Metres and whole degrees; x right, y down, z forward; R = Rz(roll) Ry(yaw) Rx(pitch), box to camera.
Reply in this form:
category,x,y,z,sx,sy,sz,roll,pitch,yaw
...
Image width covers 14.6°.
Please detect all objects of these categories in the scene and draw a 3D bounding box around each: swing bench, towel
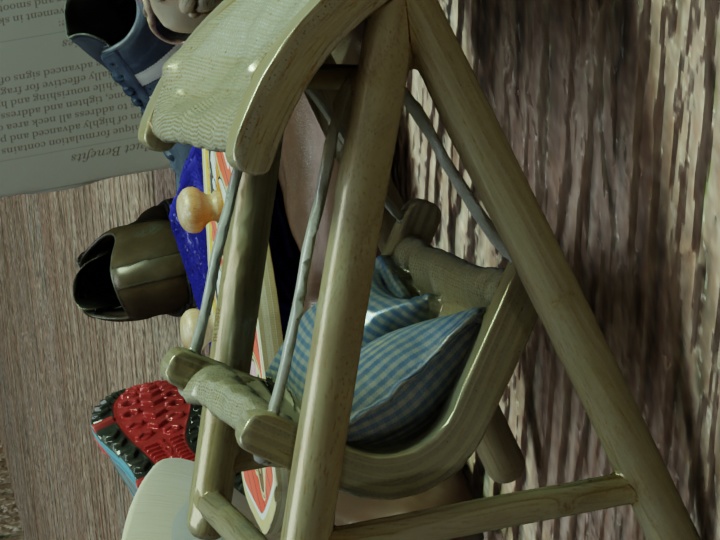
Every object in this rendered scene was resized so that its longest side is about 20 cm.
category,x,y,z,sx,sy,sz,roll,pitch,yaw
swing bench,0.004,-0.009,0.880,0.199,0.129,0.201,-164,64,-78
towel,-0.056,-0.011,1.382,0.200,0.049,0.149,109,150,-68

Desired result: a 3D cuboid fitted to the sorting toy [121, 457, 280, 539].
category,x,y,z,sx,sy,sz,roll,pitch,yaw
sorting toy,-0.064,0.192,1.400,0.200,0.107,0.181,34,-138,-37

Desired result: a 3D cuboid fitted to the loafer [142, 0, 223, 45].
category,x,y,z,sx,sy,sz,roll,pitch,yaw
loafer,-0.067,-0.128,1.248,0.200,0.071,0.063,-135,64,-83

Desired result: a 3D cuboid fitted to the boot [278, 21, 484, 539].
category,x,y,z,sx,sy,sz,roll,pitch,yaw
boot,0.000,0.000,1.105,0.186,0.064,0.201,-143,49,-71

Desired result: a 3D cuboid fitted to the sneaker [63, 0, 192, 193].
category,x,y,z,sx,sy,sz,roll,pitch,yaw
sneaker,-0.112,-0.112,1.477,0.075,0.084,0.201,-114,18,-51

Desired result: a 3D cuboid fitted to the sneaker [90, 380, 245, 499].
category,x,y,z,sx,sy,sz,roll,pitch,yaw
sneaker,-0.116,0.141,1.741,0.200,0.079,0.096,-119,20,-59

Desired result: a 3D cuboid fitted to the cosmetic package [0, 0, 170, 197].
category,x,y,z,sx,sy,sz,roll,pitch,yaw
cosmetic package,-0.196,-0.172,1.633,0.167,0.166,0.201,-115,19,-49

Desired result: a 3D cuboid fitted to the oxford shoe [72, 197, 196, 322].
category,x,y,z,sx,sy,sz,roll,pitch,yaw
oxford shoe,-0.137,-0.003,1.706,0.200,0.084,0.073,158,99,-80

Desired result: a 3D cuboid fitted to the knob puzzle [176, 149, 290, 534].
category,x,y,z,sx,sy,sz,roll,pitch,yaw
knob puzzle,-0.058,0.027,1.216,0.220,0.030,0.221,173,90,-81
